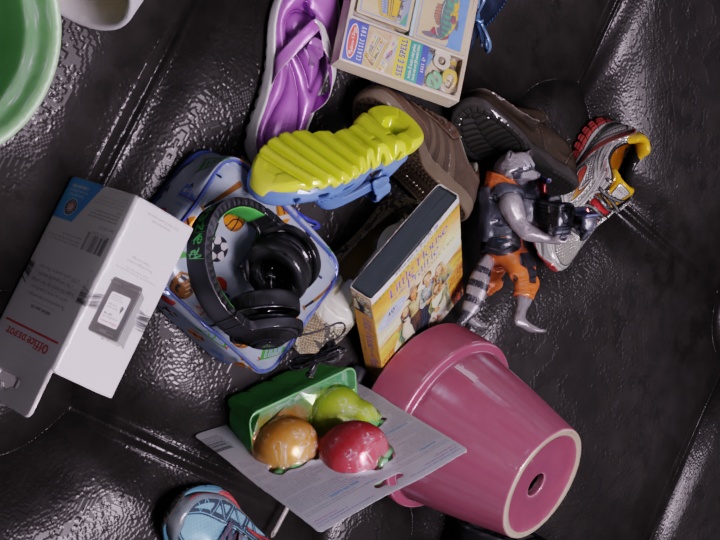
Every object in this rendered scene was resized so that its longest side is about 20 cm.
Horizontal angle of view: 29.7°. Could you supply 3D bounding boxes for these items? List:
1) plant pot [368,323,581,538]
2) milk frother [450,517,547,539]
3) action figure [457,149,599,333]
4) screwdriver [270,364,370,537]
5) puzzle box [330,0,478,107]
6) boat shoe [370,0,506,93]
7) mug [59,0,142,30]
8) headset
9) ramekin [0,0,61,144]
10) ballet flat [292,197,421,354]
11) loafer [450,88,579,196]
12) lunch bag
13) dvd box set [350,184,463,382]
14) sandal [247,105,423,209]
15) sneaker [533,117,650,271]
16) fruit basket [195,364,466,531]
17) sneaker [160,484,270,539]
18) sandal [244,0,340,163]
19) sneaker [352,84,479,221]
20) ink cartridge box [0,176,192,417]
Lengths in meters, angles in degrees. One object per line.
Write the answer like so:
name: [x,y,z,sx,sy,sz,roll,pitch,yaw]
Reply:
plant pot: [0.123,0.181,1.428,0.200,0.179,0.201,-31,136,-36]
milk frother: [0.188,0.400,1.556,0.180,0.200,0.189,13,92,-45]
action figure: [0.164,-0.033,1.434,0.104,0.200,0.194,5,89,-19]
screwdriver: [-0.048,0.186,1.415,0.029,0.028,0.200,36,76,-8]
puzzle box: [0.052,-0.274,1.327,0.133,0.025,0.201,16,77,-20]
boat shoe: [0.096,-0.240,1.401,0.200,0.069,0.084,-48,127,-21]
mug: [-0.208,-0.312,1.082,0.153,0.149,0.187,-55,136,-26]
headset: [-0.086,0.024,1.211,0.200,0.094,0.124,43,45,-32]
ramekin: [-0.338,-0.186,1.027,0.200,0.098,0.201,-11,107,-38]
ballet flat: [0.000,0.000,1.374,0.068,0.075,0.200,42,72,-10]
loafer: [0.168,-0.149,1.496,0.200,0.073,0.072,33,52,-43]
lunch bag: [-0.115,-0.008,1.278,0.200,0.075,0.161,47,68,-37]
dvd box set: [0.052,0.020,1.393,0.146,0.029,0.200,-49,157,-21]
sandal: [-0.024,-0.089,1.278,0.200,0.080,0.087,-18,143,-40]
sneaker: [0.266,-0.089,1.575,0.078,0.082,0.200,37,77,-40]
fruit basket: [-0.030,0.173,1.314,0.185,0.200,0.094,-23,130,-35]
sneaker: [-0.110,0.279,1.338,0.200,0.095,0.079,44,72,-38]
sandal: [-0.053,-0.190,1.300,0.082,0.050,0.203,10,94,-41]
sneaker: [0.060,-0.136,1.412,0.200,0.070,0.076,50,49,-39]
ink cartridge box: [-0.238,0.030,1.155,0.067,0.116,0.201,31,81,-42]
